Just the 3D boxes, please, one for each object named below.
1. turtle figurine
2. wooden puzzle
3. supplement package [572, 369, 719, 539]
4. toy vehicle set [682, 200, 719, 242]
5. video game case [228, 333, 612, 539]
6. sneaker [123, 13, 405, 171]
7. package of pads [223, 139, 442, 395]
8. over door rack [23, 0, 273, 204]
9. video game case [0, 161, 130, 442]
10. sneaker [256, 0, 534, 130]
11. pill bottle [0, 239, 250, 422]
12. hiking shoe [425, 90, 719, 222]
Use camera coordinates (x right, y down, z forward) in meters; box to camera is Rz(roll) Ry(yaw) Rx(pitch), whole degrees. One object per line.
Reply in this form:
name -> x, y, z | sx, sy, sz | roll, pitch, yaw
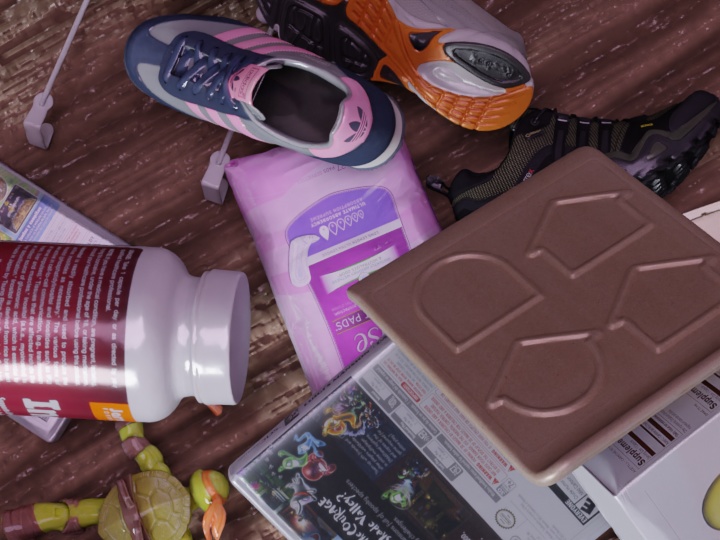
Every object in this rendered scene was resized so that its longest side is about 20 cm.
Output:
turtle figurine -> -0.147, 0.176, 0.951 | 0.161, 0.064, 0.201 | -24, 84, 2
wooden puzzle -> 0.118, 0.025, 0.820 | 0.185, 0.046, 0.200 | -31, 44, -17
supplement package -> 0.248, 0.114, 0.855 | 0.200, 0.147, 0.192 | -38, 108, -1
toy vehicle set -> 0.217, 0.028, 0.957 | 0.199, 0.027, 0.125 | -19, 84, 2
video game case -> 0.047, 0.138, 0.915 | 0.182, 0.023, 0.200 | -40, 109, 5
sneaker -> -0.071, -0.120, 0.892 | 0.199, 0.082, 0.071 | 18, 93, 19
package of pads -> 0.000, 0.000, 0.949 | 0.120, 0.076, 0.201 | -22, 85, 1
over door rack -> -0.132, -0.162, 0.977 | 0.147, 0.067, 0.201 | 18, 87, 6
video game case -> -0.256, 0.005, 0.996 | 0.199, 0.018, 0.144 | 32, 89, 6
sneaker -> 0.023, -0.164, 0.954 | 0.199, 0.092, 0.076 | 28, 120, -6
pill bottle -> -0.175, 0.039, 0.922 | 0.199, 0.113, 0.114 | 2, 85, 4
hiking shoe -> 0.144, -0.080, 0.945 | 0.199, 0.076, 0.101 | -30, 71, -11
